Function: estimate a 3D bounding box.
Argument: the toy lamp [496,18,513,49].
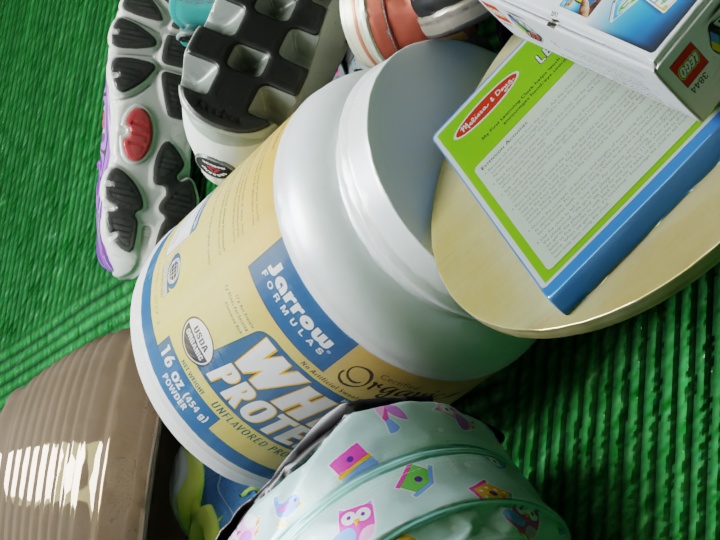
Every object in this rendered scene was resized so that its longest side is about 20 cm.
[{"bbox_3d":[0.055,-0.157,1.027,0.058,0.058,0.200,-62,27,17],"label":"toy lamp"}]

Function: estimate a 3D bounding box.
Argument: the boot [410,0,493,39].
[{"bbox_3d":[0.060,-0.209,0.873,0.200,0.151,0.073,-45,17,-14],"label":"boot"}]

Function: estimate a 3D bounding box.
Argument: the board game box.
[{"bbox_3d":[0.140,-0.155,0.750,0.200,0.035,0.126,-50,34,-2],"label":"board game box"}]

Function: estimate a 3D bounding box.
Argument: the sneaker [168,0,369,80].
[{"bbox_3d":[-0.038,-0.143,1.120,0.200,0.120,0.084,29,100,62],"label":"sneaker"}]

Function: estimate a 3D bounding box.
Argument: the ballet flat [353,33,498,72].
[{"bbox_3d":[-0.006,-0.050,1.052,0.200,0.073,0.073,-49,35,37],"label":"ballet flat"}]

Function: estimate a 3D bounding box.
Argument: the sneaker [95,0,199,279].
[{"bbox_3d":[-0.141,-0.092,1.334,0.083,0.080,0.201,-21,56,63],"label":"sneaker"}]

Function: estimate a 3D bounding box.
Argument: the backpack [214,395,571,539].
[{"bbox_3d":[0.003,0.150,0.848,0.200,0.166,0.127,-55,51,23],"label":"backpack"}]

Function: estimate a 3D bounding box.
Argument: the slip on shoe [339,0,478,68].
[{"bbox_3d":[0.041,-0.181,0.960,0.061,0.074,0.201,-4,58,28],"label":"slip on shoe"}]

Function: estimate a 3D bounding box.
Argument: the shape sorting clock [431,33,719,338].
[{"bbox_3d":[0.104,-0.061,0.774,0.200,0.039,0.201,-30,41,30],"label":"shape sorting clock"}]

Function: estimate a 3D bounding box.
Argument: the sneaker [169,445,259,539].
[{"bbox_3d":[-0.040,0.138,1.024,0.105,0.076,0.201,-17,53,33],"label":"sneaker"}]

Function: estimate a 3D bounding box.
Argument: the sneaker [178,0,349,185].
[{"bbox_3d":[-0.034,-0.127,1.018,0.201,0.074,0.089,-60,-8,-26],"label":"sneaker"}]

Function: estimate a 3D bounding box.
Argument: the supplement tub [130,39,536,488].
[{"bbox_3d":[0.000,0.000,0.933,0.200,0.144,0.145,-39,41,47],"label":"supplement tub"}]

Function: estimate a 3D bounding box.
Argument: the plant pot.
[{"bbox_3d":[-0.141,0.118,1.086,0.201,0.092,0.202,6,-90,-88],"label":"plant pot"}]
